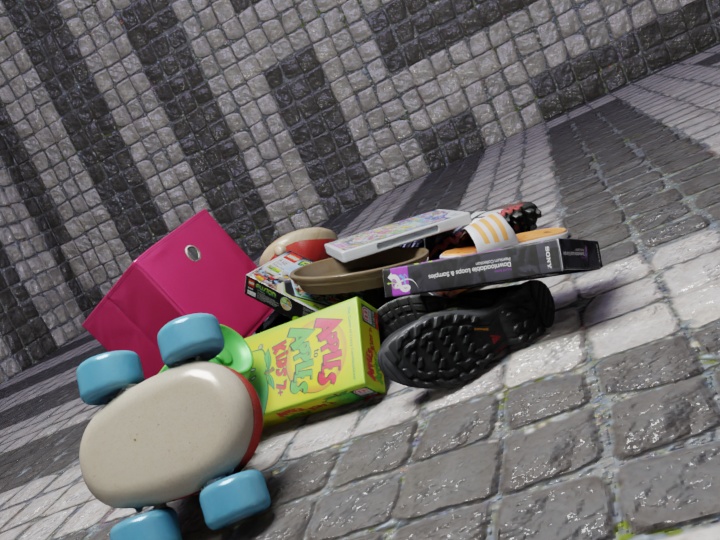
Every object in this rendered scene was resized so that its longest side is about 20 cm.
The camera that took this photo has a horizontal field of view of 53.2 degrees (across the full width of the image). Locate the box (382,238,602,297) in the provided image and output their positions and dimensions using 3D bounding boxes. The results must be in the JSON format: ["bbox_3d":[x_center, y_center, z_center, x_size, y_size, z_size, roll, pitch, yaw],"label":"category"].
[{"bbox_3d":[0.142,-0.002,0.772,0.197,0.037,0.142,-8,-3,33],"label":"box"}]

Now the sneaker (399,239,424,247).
[{"bbox_3d":[0.048,0.032,1.155,0.074,0.088,0.201,24,54,20],"label":"sneaker"}]

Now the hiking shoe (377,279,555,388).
[{"bbox_3d":[0.104,0.069,0.759,0.197,0.077,0.101,-18,1,-15],"label":"hiking shoe"}]

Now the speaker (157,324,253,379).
[{"bbox_3d":[-0.206,0.154,0.836,0.200,0.088,0.088,-49,-1,25],"label":"speaker"}]

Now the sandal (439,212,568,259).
[{"bbox_3d":[0.202,-0.055,1.033,0.203,0.060,0.079,-13,10,-19],"label":"sandal"}]

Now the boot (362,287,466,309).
[{"bbox_3d":[0.130,0.029,0.981,0.197,0.070,0.187,-17,5,-29],"label":"boot"}]

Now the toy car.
[{"bbox_3d":[-0.159,0.170,0.726,0.174,0.187,0.200,-24,-19,7],"label":"toy car"}]

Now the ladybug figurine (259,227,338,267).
[{"bbox_3d":[-0.096,-0.014,1.221,0.135,0.073,0.199,-33,-14,16],"label":"ladybug figurine"}]

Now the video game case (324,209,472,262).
[{"bbox_3d":[0.052,-0.055,1.078,0.197,0.018,0.143,-17,10,-10],"label":"video game case"}]

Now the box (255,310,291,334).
[{"bbox_3d":[-0.088,0.076,1.247,0.198,0.050,0.158,-28,9,-11],"label":"box"}]

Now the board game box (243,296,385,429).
[{"bbox_3d":[-0.070,0.114,0.836,0.197,0.103,0.047,-21,-32,26],"label":"board game box"}]

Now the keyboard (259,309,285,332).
[{"bbox_3d":[-0.072,0.044,1.174,0.199,0.040,0.104,-36,-8,-43],"label":"keyboard"}]

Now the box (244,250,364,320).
[{"bbox_3d":[-0.060,0.040,1.053,0.198,0.035,0.110,25,33,23],"label":"box"}]

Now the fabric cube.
[{"bbox_3d":[-0.279,0.064,1.157,0.199,0.200,0.196,-39,6,36],"label":"fabric cube"}]

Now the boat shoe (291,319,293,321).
[{"bbox_3d":[-0.090,0.118,1.009,0.066,0.070,0.200,-47,15,-1],"label":"boat shoe"}]

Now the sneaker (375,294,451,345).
[{"bbox_3d":[0.034,0.075,0.884,0.197,0.077,0.088,-23,4,17],"label":"sneaker"}]

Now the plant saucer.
[{"bbox_3d":[0.000,0.000,1.000,0.196,0.030,0.200,-10,8,1],"label":"plant saucer"}]

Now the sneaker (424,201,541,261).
[{"bbox_3d":[0.188,-0.067,1.153,0.198,0.071,0.098,-27,40,1],"label":"sneaker"}]
